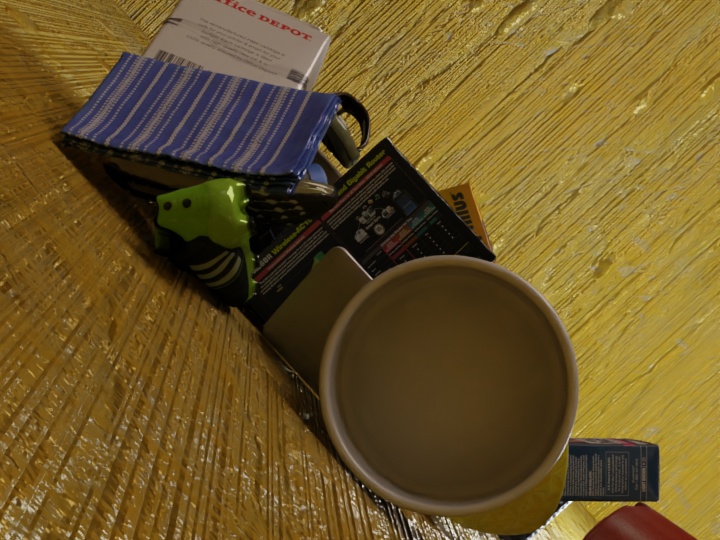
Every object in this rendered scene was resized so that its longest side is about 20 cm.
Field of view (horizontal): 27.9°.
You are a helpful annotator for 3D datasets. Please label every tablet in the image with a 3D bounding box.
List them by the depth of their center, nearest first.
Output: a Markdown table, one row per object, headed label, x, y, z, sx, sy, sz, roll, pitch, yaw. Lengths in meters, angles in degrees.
| label | x | y | z | sx | sy | sz | roll | pitch | yaw |
| --- | --- | --- | --- | --- | --- | --- | --- | --- | --- |
| tablet | 0.012 | 0.088 | 1.225 | 0.200 | 0.130 | 0.014 | 47 | 37 | 6 |

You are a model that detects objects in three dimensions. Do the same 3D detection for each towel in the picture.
| label | x | y | z | sx | sy | sz | roll | pitch | yaw |
| --- | --- | --- | --- | --- | --- | --- | --- | --- | --- |
| towel | -0.126 | -0.125 | 1.176 | 0.199 | 0.024 | 0.145 | 13 | 39 | 8 |

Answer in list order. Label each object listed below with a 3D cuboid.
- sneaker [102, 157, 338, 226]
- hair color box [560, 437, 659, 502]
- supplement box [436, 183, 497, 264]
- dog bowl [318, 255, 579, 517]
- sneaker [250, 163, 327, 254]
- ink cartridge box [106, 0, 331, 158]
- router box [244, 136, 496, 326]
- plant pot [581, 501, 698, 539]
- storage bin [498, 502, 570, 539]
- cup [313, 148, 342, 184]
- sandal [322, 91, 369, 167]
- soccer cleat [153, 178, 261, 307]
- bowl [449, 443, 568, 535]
| label | x | y | z | sx | sy | sz | roll | pitch | yaw |
| --- | --- | --- | --- | --- | --- | --- | --- | --- | --- |
| sneaker | -0.111 | -0.096 | 1.199 | 0.200 | 0.089 | 0.077 | 12 | -14 | 11 |
| hair color box | 0.194 | 0.202 | 1.479 | 0.100 | 0.199 | 0.061 | 166 | -75 | -78 |
| supplement box | 0.086 | 0.016 | 1.538 | 0.200 | 0.109 | 0.109 | 75 | -1 | -59 |
| dog bowl | 0.070 | 0.090 | 1.140 | 0.200 | 0.200 | 0.079 | 48 | 1 | 7 |
| sneaker | -0.068 | -0.007 | 1.374 | 0.070 | 0.078 | 0.201 | -26 | -111 | 56 |
| ink cartridge box | -0.129 | -0.164 | 1.337 | 0.145 | 0.084 | 0.200 | 24 | 44 | 0 |
| router box | 0.000 | 0.000 | 1.315 | 0.150 | 0.200 | 0.062 | 48 | -4 | -3 |
| plant pot | 0.304 | 0.344 | 1.421 | 0.195 | 0.201 | 0.201 | 40 | -2 | 33 |
| storage bin | 0.139 | 0.206 | 1.656 | 0.135 | 0.094 | 0.200 | 45 | 4 | -41 |
| cup | -0.130 | -0.115 | 1.522 | 0.200 | 0.143 | 0.200 | 48 | 3 | -3 |
| sandal | -0.017 | -0.149 | 1.492 | 0.080 | 0.057 | 0.201 | 48 | 2 | -9 |
| soccer cleat | -0.122 | -0.022 | 1.159 | 0.200 | 0.081 | 0.068 | 93 | -8 | -69 |
| bowl | 0.089 | 0.150 | 1.320 | 0.107 | 0.201 | 0.200 | -5 | 34 | -27 |
